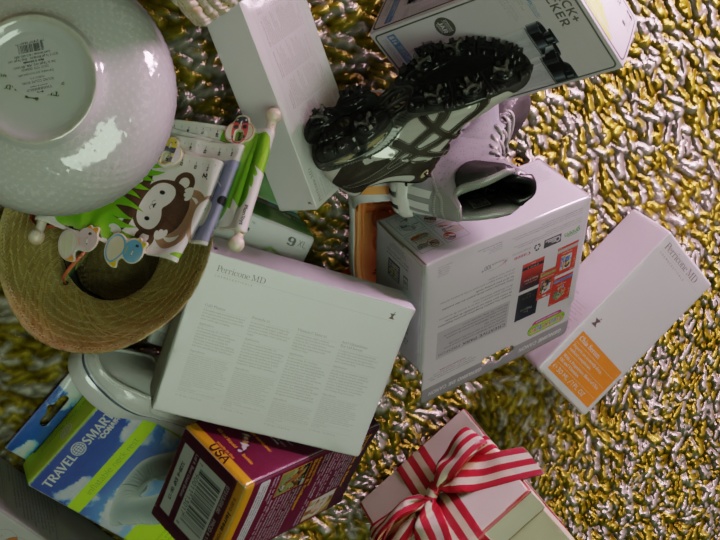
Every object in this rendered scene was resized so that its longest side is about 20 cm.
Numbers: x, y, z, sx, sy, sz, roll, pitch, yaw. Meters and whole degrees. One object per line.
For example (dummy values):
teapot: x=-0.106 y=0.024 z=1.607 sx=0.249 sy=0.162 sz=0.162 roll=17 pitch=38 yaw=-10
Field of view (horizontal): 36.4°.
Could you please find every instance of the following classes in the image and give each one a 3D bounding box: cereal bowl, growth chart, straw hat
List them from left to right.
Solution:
cereal bowl: x=-0.243 y=-0.140 z=0.840 sx=0.197 sy=0.083 sz=0.203 roll=0 pitch=94 yaw=-5
straw hat: x=-0.205 y=-0.012 z=0.937 sx=0.200 sy=0.202 sz=0.085 roll=-33 pitch=156 yaw=-4
growth chart: x=-0.169 y=-0.070 z=0.897 sx=0.197 sy=0.146 sz=0.018 roll=4 pitch=161 yaw=14

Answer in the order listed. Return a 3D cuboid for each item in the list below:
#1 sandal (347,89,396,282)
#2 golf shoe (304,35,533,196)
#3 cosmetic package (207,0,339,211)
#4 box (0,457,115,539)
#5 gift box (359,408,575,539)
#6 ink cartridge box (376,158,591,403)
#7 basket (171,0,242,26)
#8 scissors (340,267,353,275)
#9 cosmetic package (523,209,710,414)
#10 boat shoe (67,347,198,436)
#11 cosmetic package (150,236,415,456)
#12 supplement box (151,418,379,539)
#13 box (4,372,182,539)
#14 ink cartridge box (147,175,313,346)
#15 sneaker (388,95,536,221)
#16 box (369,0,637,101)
sandal: x=0.028 y=-0.066 z=1.040 sx=0.078 sy=0.059 sz=0.209 roll=-11 pitch=113 yaw=-20
golf shoe: x=0.054 y=-0.128 z=0.928 sx=0.198 sy=0.078 sz=0.095 roll=-20 pitch=141 yaw=7
cosmetic package: x=-0.066 y=-0.159 z=0.938 sx=0.083 sy=0.050 sz=0.202 roll=-46 pitch=125 yaw=-44
box: x=-0.328 y=0.282 z=1.039 sx=0.124 sy=0.098 sz=0.200 roll=-42 pitch=122 yaw=0
gift box: x=0.130 y=0.281 z=1.176 sx=0.185 sy=0.200 sz=0.187 roll=-45 pitch=121 yaw=-3
ink cartridge box: x=0.116 y=0.010 z=1.074 sx=0.198 sy=0.084 sz=0.177 roll=-21 pitch=133 yaw=-26
basket: x=-0.116 y=-0.305 z=0.763 sx=0.160 sy=0.200 sz=0.199 roll=-35 pitch=91 yaw=3
scissors: x=0.000 y=0.000 z=1.092 sx=0.199 sy=0.014 sz=0.073 roll=-38 pitch=122 yaw=-1
cosmetic package: x=0.271 y=0.046 z=1.193 sx=0.200 sy=0.071 sz=0.101 roll=-47 pitch=122 yaw=3
boat shoe: x=-0.178 y=0.106 z=1.024 sx=0.065 sy=0.074 sz=0.199 roll=-32 pitch=141 yaw=27
cosmetic package: x=-0.070 y=0.068 z=0.969 sx=0.198 sy=0.052 sz=0.152 roll=16 pitch=108 yaw=-18
supplement box: x=-0.086 y=0.186 z=1.040 sx=0.199 sy=0.085 sz=0.111 roll=-15 pitch=137 yaw=-52
box: x=-0.228 y=0.187 z=1.067 sx=0.122 sy=0.048 sz=0.200 roll=-48 pitch=123 yaw=4
ink cartridge box: x=-0.113 y=-0.016 z=1.000 sx=0.103 sy=0.059 sz=0.201 roll=21 pitch=105 yaw=-29
sneaker: x=0.127 y=-0.100 z=1.005 sx=0.200 sy=0.115 sz=0.076 roll=-43 pitch=135 yaw=-30
box: x=0.120 y=-0.210 z=0.940 sx=0.117 sy=0.198 sz=0.061 roll=47 pitch=51 yaw=-33
